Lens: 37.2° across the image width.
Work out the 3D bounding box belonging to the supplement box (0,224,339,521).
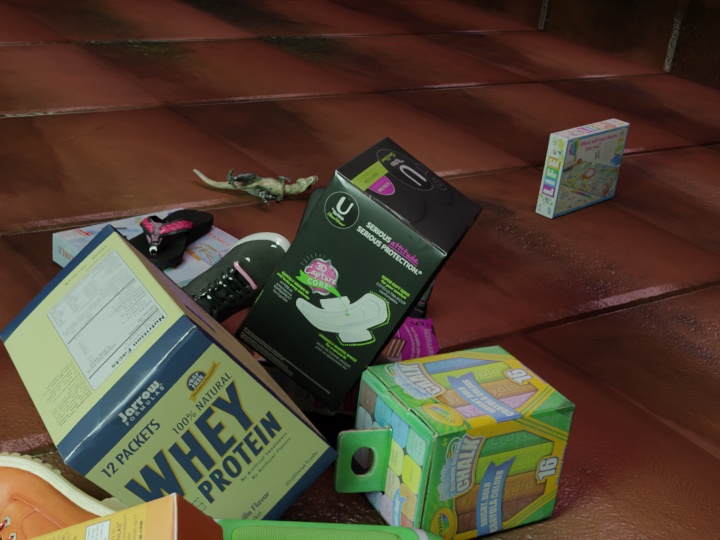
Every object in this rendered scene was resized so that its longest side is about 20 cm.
[{"bbox_3d":[-0.159,0.102,0.884,0.134,0.200,0.200,-46,39,-4],"label":"supplement box"}]

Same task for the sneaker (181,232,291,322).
[{"bbox_3d":[-0.155,0.032,1.162,0.199,0.071,0.099,-30,13,35],"label":"sneaker"}]

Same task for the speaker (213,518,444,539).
[{"bbox_3d":[-0.036,0.234,0.807,0.198,0.089,0.089,4,24,-8],"label":"speaker"}]

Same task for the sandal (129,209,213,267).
[{"bbox_3d":[-0.240,-0.053,1.334,0.074,0.045,0.200,12,24,10],"label":"sandal"}]

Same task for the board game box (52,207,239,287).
[{"bbox_3d":[-0.251,-0.014,1.354,0.199,0.041,0.199,-16,33,-42],"label":"board game box"}]

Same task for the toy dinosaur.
[{"bbox_3d":[-0.166,-0.132,1.642,0.198,0.048,0.088,7,9,0],"label":"toy dinosaur"}]

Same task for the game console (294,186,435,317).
[{"bbox_3d":[-0.014,-0.007,1.316,0.199,0.117,0.176,16,25,20],"label":"game console"}]

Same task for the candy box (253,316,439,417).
[{"bbox_3d":[-0.016,0.097,1.149,0.198,0.061,0.137,5,24,-5],"label":"candy box"}]

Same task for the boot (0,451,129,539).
[{"bbox_3d":[-0.256,0.208,0.819,0.199,0.076,0.107,17,30,17],"label":"boot"}]

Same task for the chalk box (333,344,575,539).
[{"bbox_3d":[0.071,0.159,0.959,0.199,0.125,0.124,-8,28,-29],"label":"chalk box"}]

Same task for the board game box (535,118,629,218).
[{"bbox_3d":[0.372,-0.172,1.782,0.034,0.136,0.199,26,29,36],"label":"board game box"}]

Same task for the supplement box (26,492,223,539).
[{"bbox_3d":[-0.190,0.211,0.705,0.199,0.067,0.069,-21,51,15],"label":"supplement box"}]

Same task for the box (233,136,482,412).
[{"bbox_3d":[0.000,0.000,1.009,0.124,0.201,0.149,37,28,4],"label":"box"}]
